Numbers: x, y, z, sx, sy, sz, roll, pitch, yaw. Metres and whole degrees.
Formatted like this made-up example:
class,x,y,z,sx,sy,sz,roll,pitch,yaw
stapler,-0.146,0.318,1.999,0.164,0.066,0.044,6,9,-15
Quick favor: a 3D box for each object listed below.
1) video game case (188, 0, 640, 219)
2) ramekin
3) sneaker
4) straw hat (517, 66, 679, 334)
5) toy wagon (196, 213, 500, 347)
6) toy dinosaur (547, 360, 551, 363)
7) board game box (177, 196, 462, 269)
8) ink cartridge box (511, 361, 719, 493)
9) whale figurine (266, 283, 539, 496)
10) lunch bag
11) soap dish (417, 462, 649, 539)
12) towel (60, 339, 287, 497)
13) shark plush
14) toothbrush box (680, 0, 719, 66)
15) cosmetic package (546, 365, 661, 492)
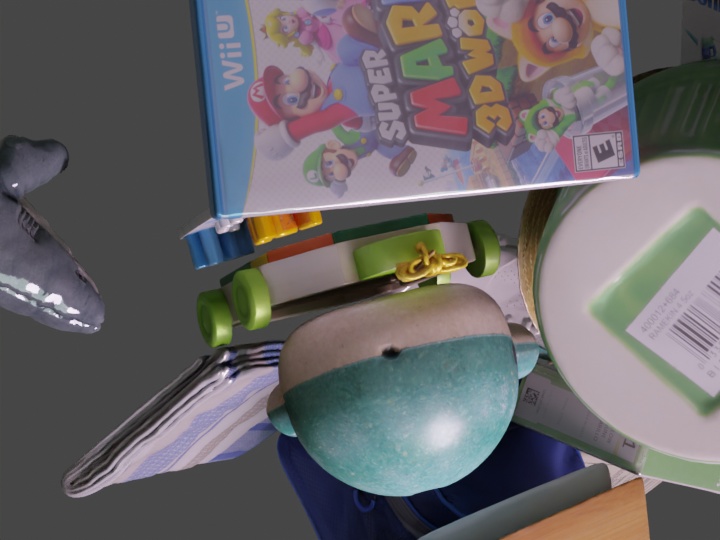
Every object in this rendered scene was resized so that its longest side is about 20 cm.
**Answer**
class,x,y,z,sx,sy,sz,roll,pitch,yaw
video game case,0.025,-0.103,0.709,0.198,0.145,0.018,-6,-177,-15
ramekin,0.185,0.002,0.828,0.200,0.200,0.098,-48,-179,33
sneaker,0.101,0.026,1.041,0.198,0.089,0.075,-12,149,-23
straw hat,0.158,-0.039,0.976,0.199,0.085,0.203,-11,116,-24
toy wagon,0.000,0.000,0.888,0.154,0.040,0.200,-13,174,-24
toy dinosaur,0.213,0.025,1.160,0.199,0.058,0.101,-36,150,16
board game box,0.016,-0.043,0.821,0.198,0.026,0.200,-16,180,-15
ink cartridge box,0.214,0.117,1.028,0.145,0.199,0.048,19,93,-55
whale figurine,0.027,0.077,0.899,0.158,0.105,0.200,-15,165,0
lunch bag,0.051,0.122,1.079,0.132,0.137,0.199,-41,159,32
soap dish,0.089,0.208,1.018,0.156,0.082,0.200,-19,159,-22
towel,-0.085,0.091,1.012,0.147,0.024,0.200,-39,164,21
shark plush,-0.192,-0.028,0.726,0.090,0.084,0.200,-32,150,10
toothbrush box,0.261,-0.089,0.904,0.145,0.085,0.202,-15,119,-20
cosmetic package,0.152,0.138,1.258,0.103,0.088,0.199,-41,148,27
